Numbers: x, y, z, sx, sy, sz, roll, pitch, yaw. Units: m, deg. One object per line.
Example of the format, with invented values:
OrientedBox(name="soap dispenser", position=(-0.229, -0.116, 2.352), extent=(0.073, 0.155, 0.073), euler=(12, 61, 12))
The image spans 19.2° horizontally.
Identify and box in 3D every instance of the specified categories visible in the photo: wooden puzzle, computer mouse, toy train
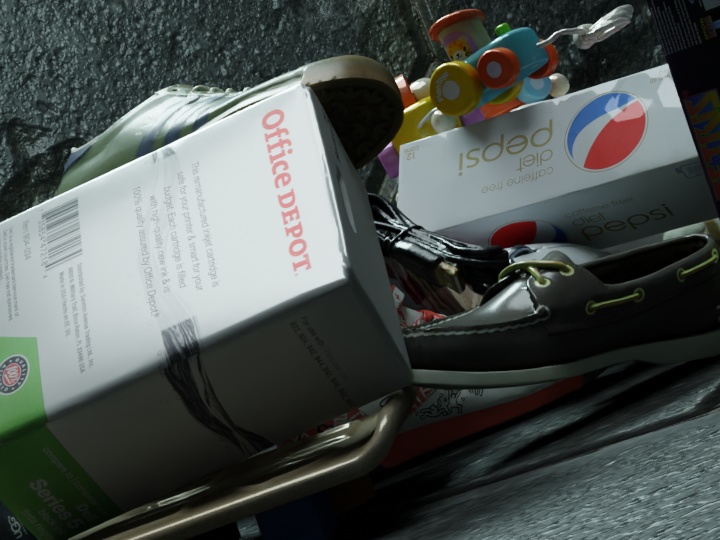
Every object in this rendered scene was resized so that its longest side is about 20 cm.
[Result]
OrientedBox(name="wooden puzzle", position=(-0.060, 0.117, 1.008), extent=(0.199, 0.047, 0.185), euler=(-25, 0, 6))
OrientedBox(name="computer mouse", position=(0.092, 0.000, 1.151), extent=(0.199, 0.044, 0.109), euler=(16, 2, -41))
OrientedBox(name="toy train", position=(0.077, -0.121, 1.274), extent=(0.150, 0.056, 0.200), euler=(-28, -6, -20))

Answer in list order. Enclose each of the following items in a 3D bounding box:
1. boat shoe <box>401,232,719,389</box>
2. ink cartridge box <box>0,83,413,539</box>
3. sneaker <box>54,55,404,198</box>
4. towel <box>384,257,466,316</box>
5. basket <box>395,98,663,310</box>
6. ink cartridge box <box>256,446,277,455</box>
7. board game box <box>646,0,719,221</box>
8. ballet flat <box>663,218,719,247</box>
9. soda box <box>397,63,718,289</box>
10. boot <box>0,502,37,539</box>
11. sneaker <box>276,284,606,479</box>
OrientedBox(name="boat shoe", position=(0.099, 0.020, 1.051), extent=(0.200, 0.061, 0.072), euler=(-7, 8, -34))
OrientedBox(name="ink cartridge box", position=(-0.088, 0.019, 1.011), extent=(0.199, 0.084, 0.146), euler=(-24, 44, 10))
OrientedBox(name="sneaker", position=(-0.075, -0.071, 1.095), extent=(0.199, 0.067, 0.090), euler=(-27, 39, 13))
OrientedBox(name="towel", position=(0.000, 0.000, 1.251), extent=(0.023, 0.200, 0.144), euler=(-52, 37, -13))
OrientedBox(name="basket", position=(0.136, -0.024, 1.359), extent=(0.123, 0.136, 0.199), euler=(-30, -13, 37))
OrientedBox(name="ink cartridge box", position=(-0.068, 0.071, 1.366), extent=(0.067, 0.117, 0.200), euler=(-26, 2, -23))
OrientedBox(name="board game box", position=(0.226, -0.083, 1.123), extent=(0.056, 0.202, 0.165), euler=(-18, 2, 29))
OrientedBox(name="ballet flat", position=(0.201, -0.002, 1.227), extent=(0.070, 0.066, 0.200), euler=(-22, 0, 9))
OrientedBox(name="soda box", position=(0.120, -0.054, 1.188), extent=(0.199, 0.069, 0.064), euler=(-15, -34, 27))
OrientedBox(name="boot", position=(-0.259, 0.183, 1.341), extent=(0.199, 0.066, 0.165), euler=(-29, -7, 4))
OrientedBox(name="sneaker", position=(0.038, 0.039, 1.160), extent=(0.200, 0.109, 0.067), euler=(-21, 1, -19))
